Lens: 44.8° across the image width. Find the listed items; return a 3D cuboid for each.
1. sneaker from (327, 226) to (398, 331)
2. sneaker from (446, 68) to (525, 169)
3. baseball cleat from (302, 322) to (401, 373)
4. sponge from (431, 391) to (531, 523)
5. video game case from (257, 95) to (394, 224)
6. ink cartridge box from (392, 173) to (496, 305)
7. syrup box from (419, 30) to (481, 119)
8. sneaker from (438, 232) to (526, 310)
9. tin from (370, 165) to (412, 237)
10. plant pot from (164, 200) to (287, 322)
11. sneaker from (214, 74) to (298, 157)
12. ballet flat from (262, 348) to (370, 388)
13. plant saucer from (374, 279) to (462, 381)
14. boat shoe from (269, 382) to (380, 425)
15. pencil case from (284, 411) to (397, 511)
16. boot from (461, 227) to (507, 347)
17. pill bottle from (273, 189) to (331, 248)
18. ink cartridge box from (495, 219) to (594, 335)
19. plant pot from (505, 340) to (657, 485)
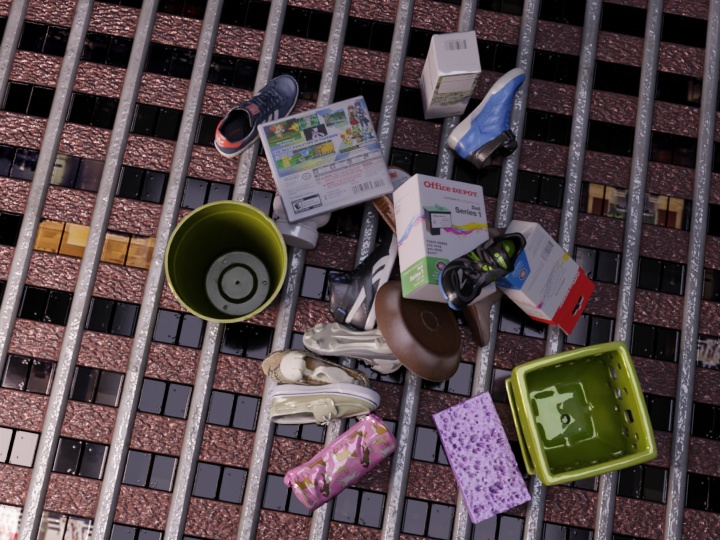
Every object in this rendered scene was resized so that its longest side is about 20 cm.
[{"bbox_3d":[0.000,0.000,1.577,0.111,0.073,0.202,17,79,1],"label":"sneaker"},{"bbox_3d":[0.266,-0.278,1.642,0.111,0.077,0.200,42,84,12],"label":"sneaker"},{"bbox_3d":[-0.004,0.144,1.550,0.198,0.107,0.070,1,46,26],"label":"baseball cleat"},{"bbox_3d":[0.212,0.327,1.540,0.110,0.030,0.202,-20,80,-6],"label":"sponge"},{"bbox_3d":[-0.060,-0.195,1.533,0.198,0.022,0.184,-17,83,-11],"label":"video game case"},{"bbox_3d":[0.143,-0.052,1.504,0.143,0.084,0.203,7,66,-28],"label":"ink cartridge box"},{"bbox_3d":[0.161,-0.352,1.592,0.078,0.200,0.083,-7,80,-4],"label":"syrup box"},{"bbox_3d":[0.198,-0.008,1.415,0.199,0.083,0.071,-37,92,-35],"label":"sneaker"},{"bbox_3d":[0.093,-0.104,1.591,0.201,0.042,0.112,53,37,8],"label":"tin"},{"bbox_3d":[-0.220,0.003,1.506,0.197,0.193,0.203,0,79,-2],"label":"plant pot"},{"bbox_3d":[-0.191,-0.295,1.625,0.075,0.085,0.200,41,79,6],"label":"sneaker"},{"bbox_3d":[-0.077,0.177,1.536,0.197,0.075,0.069,15,76,1],"label":"ballet flat"},{"bbox_3d":[0.111,0.094,1.515,0.199,0.037,0.202,27,43,-28],"label":"plant saucer"},{"bbox_3d":[-0.063,0.237,1.509,0.197,0.072,0.063,-3,55,18],"label":"boat shoe"},{"bbox_3d":[-0.033,0.328,1.503,0.199,0.083,0.087,-37,74,-8],"label":"pencil case"},{"bbox_3d":[0.246,0.022,1.590,0.145,0.070,0.202,-19,87,-15],"label":"boot"},{"bbox_3d":[-0.096,-0.148,1.586,0.107,0.109,0.202,14,78,1],"label":"pill bottle"},{"bbox_3d":[0.323,0.015,1.562,0.200,0.067,0.117,40,74,-31],"label":"ink cartridge box"},{"bbox_3d":[0.359,0.245,1.486,0.196,0.182,0.203,-12,78,-5],"label":"plant pot"}]
